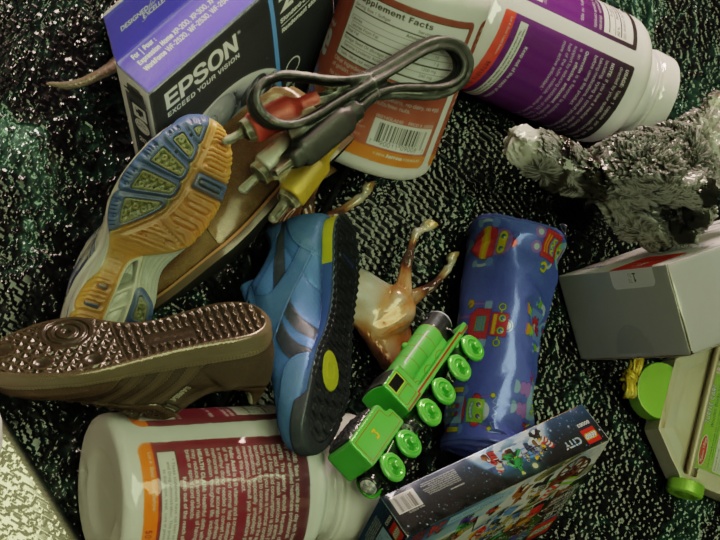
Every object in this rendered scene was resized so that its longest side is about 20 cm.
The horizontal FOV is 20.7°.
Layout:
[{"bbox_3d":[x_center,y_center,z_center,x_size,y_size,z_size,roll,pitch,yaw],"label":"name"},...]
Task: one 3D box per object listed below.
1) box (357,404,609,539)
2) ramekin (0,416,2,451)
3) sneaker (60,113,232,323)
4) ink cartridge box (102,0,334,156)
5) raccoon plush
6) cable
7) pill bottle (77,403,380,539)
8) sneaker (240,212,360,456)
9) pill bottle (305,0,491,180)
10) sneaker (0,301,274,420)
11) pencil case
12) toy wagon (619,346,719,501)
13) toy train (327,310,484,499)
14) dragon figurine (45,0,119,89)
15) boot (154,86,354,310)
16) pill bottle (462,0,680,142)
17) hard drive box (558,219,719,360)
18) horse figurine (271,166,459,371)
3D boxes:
[{"bbox_3d":[0.083,0.185,1.493,0.200,0.137,0.038,-21,61,-32],"label":"box"},{"bbox_3d":[-0.323,0.123,1.287,0.202,0.202,0.094,-48,115,-24],"label":"ramekin"},{"bbox_3d":[-0.165,-0.027,1.419,0.075,0.088,0.200,30,92,-23],"label":"sneaker"},{"bbox_3d":[-0.096,-0.169,1.449,0.043,0.200,0.198,33,63,24],"label":"ink cartridge box"},{"bbox_3d":[0.223,-0.110,1.572,0.200,0.097,0.134,31,51,-16],"label":"raccoon plush"},{"bbox_3d":[-0.013,-0.125,1.420,0.200,0.050,0.097,-38,110,-23],"label":"cable"},{"bbox_3d":[-0.094,0.156,1.433,0.199,0.114,0.115,-1,82,-26],"label":"pill bottle"},{"bbox_3d":[-0.050,0.048,1.439,0.066,0.078,0.201,59,30,-52],"label":"sneaker"},{"bbox_3d":[0.033,-0.180,1.502,0.112,0.112,0.201,12,112,-24],"label":"pill bottle"},{"bbox_3d":[-0.157,0.076,1.361,0.199,0.071,0.076,-6,123,-8],"label":"sneaker"},{"bbox_3d":[0.114,0.054,1.573,0.087,0.078,0.201,35,61,-60],"label":"pencil case"},{"bbox_3d":[0.298,0.121,1.673,0.199,0.040,0.156,23,72,-20],"label":"toy wagon"},{"bbox_3d":[0.034,0.094,1.457,0.056,0.042,0.200,46,39,-6],"label":"toy train"},{"bbox_3d":[-0.153,-0.193,1.486,0.059,0.099,0.200,39,81,-7],"label":"dragon figurine"},{"bbox_3d":[-0.100,-0.053,1.467,0.075,0.074,0.200,45,93,-3],"label":"boot"},{"bbox_3d":[0.157,-0.175,1.611,0.199,0.112,0.113,21,73,-22],"label":"pill bottle"},{"bbox_3d":[0.292,0.009,1.620,0.199,0.156,0.077,-19,95,-28],"label":"hard drive box"},{"bbox_3d":[0.000,0.000,1.540,0.200,0.050,0.133,35,66,-20],"label":"horse figurine"}]
